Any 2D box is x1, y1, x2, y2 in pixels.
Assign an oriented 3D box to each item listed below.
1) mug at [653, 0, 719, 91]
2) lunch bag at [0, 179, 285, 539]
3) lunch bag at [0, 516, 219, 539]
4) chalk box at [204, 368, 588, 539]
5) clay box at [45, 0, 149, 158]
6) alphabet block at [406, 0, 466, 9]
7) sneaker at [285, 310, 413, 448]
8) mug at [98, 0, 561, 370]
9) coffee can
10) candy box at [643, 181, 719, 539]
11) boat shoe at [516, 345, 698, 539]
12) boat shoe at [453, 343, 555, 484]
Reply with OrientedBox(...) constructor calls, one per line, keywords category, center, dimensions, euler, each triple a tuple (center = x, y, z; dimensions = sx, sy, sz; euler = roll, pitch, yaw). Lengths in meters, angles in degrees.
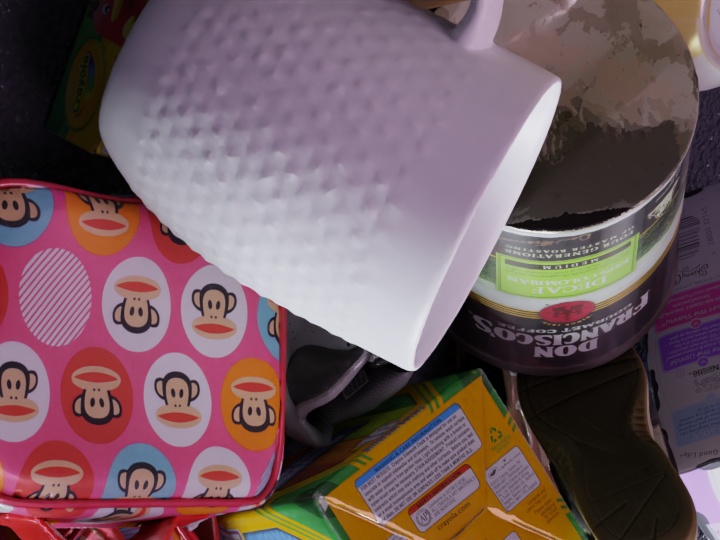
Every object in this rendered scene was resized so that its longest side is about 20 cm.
OrientedBox(category="mug", center=(0.138, -0.160, 1.369), dimensions=(0.186, 0.153, 0.150), euler=(-24, 127, -35))
OrientedBox(category="lunch bag", center=(-0.123, 0.053, 1.203), dimensions=(0.200, 0.082, 0.177), euler=(8, 75, -44))
OrientedBox(category="lunch bag", center=(-0.131, 0.188, 1.328), dimensions=(0.176, 0.082, 0.200), euler=(-51, 136, -21))
OrientedBox(category="chalk box", center=(0.004, 0.144, 1.384), dimensions=(0.125, 0.200, 0.124), euler=(-37, 100, -30))
OrientedBox(category="clay box", center=(-0.066, -0.145, 1.245), dimensions=(0.115, 0.048, 0.200), euler=(13, 99, -46))
OrientedBox(category="alphabet block", center=(0.071, -0.253, 1.157), dimensions=(0.196, 0.200, 0.195), euler=(-48, 114, -31))
OrientedBox(category="sneaker", center=(0.000, 0.000, 1.335), dimensions=(0.075, 0.115, 0.200), euler=(10, 102, -48))
OrientedBox(category="mug", center=(-0.011, -0.081, 1.146), dimensions=(0.200, 0.175, 0.148), euler=(-66, 172, 22))
OrientedBox(category="coffee can", center=(0.096, -0.048, 1.333), dimensions=(0.146, 0.146, 0.200), euler=(-50, 163, -15))
OrientedBox(category="candy box", center=(0.229, 0.077, 1.555), dimensions=(0.071, 0.200, 0.168), euler=(-19, 138, 16))
OrientedBox(category="boat shoe", center=(0.133, 0.104, 1.386), dimensions=(0.072, 0.201, 0.066), euler=(-17, 128, -3))
OrientedBox(category="boat shoe", center=(0.080, 0.082, 1.501), dimensions=(0.072, 0.076, 0.200), euler=(-14, 116, -31))
